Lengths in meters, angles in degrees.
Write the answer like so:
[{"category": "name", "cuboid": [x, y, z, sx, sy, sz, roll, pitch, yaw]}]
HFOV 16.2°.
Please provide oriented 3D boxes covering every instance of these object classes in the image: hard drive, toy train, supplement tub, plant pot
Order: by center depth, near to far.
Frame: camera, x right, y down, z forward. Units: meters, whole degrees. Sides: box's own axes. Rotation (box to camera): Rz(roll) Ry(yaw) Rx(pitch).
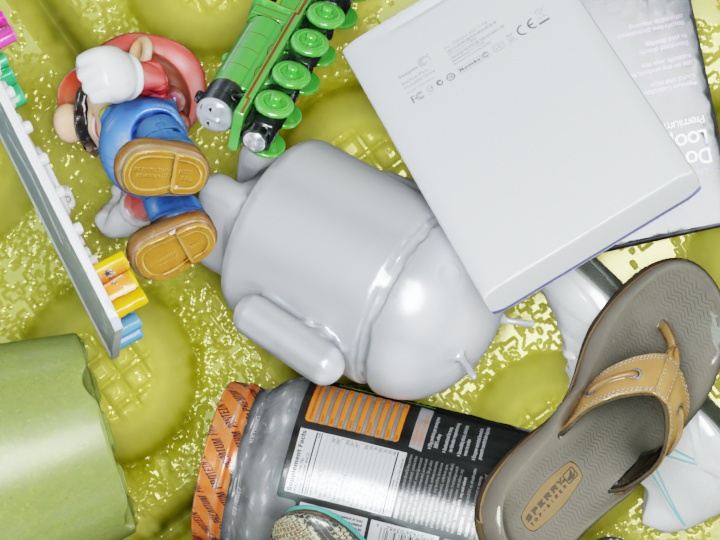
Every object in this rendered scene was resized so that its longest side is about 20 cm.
[{"category": "hard drive", "cuboid": [0.086, -0.085, 1.406, 0.131, 0.025, 0.201, -31, 54, 3]}, {"category": "toy train", "cuboid": [-0.040, -0.135, 1.442, 0.056, 0.200, 0.042, 21, 133, 6]}, {"category": "supplement tub", "cuboid": [0.010, 0.133, 1.454, 0.198, 0.123, 0.124, 14, 91, 7]}, {"category": "plant pot", "cuboid": [-0.233, 0.122, 1.461, 0.189, 0.200, 0.202, -17, 88, -6]}]

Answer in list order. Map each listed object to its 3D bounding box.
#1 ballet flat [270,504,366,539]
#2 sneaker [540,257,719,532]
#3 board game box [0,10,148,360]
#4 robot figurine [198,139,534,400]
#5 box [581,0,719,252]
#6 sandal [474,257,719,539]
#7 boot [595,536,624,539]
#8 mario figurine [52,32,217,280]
[{"category": "ballet flat", "cuboid": [-0.003, 0.206, 1.383, 0.067, 0.200, 0.076, 2, 57, 21]}, {"category": "sneaker", "cuboid": [0.147, 0.069, 1.456, 0.080, 0.070, 0.201, -35, 99, 14]}, {"category": "board game box", "cuboid": [-0.175, -0.051, 1.440, 0.026, 0.200, 0.201, -26, 87, -8]}, {"category": "robot figurine", "cuboid": [0.000, 0.000, 1.449, 0.199, 0.113, 0.170, 29, 51, 20]}, {"category": "box", "cuboid": [0.132, -0.110, 1.486, 0.142, 0.036, 0.202, -13, 90, 6]}, {"category": "sandal", "cuboid": [0.139, 0.081, 1.377, 0.200, 0.055, 0.082, -47, 105, -17]}, {"category": "boot", "cuboid": [0.115, 0.202, 1.353, 0.073, 0.151, 0.201, 24, 57, 15]}, {"category": "mario figurine", "cuboid": [-0.140, -0.069, 1.441, 0.105, 0.200, 0.124, 24, 108, -22]}]
